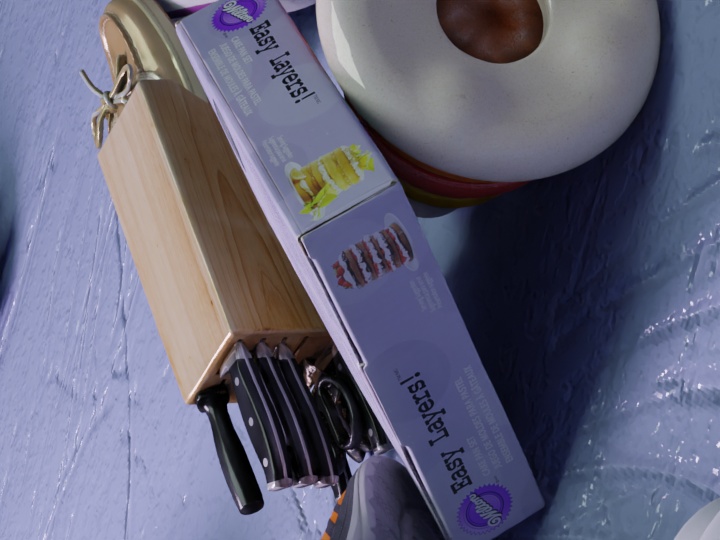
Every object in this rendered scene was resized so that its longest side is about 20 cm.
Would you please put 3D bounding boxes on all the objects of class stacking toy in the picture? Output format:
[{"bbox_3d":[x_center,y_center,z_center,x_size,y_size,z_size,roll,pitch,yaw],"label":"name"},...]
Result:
[{"bbox_3d":[0.038,-0.074,1.121,0.200,0.145,0.147,116,157,-65],"label":"stacking toy"}]

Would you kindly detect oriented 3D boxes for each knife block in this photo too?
[{"bbox_3d":[-0.064,0.022,1.230,0.064,0.199,0.176,-53,4,43],"label":"knife block"}]

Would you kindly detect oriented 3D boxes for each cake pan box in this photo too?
[{"bbox_3d":[0.000,0.000,1.086,0.201,0.052,0.185,64,179,-36],"label":"cake pan box"}]

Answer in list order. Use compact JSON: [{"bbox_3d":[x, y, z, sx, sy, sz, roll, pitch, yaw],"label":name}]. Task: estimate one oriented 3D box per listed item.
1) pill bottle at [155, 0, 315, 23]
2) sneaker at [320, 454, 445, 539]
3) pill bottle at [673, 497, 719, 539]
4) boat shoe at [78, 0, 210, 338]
[{"bbox_3d":[-0.082,-0.194,1.439,0.200,0.111,0.113,3,82,66],"label":"pill bottle"},{"bbox_3d":[-0.023,0.148,1.072,0.112,0.078,0.200,-34,4,18],"label":"sneaker"},{"bbox_3d":[0.162,0.114,0.733,0.200,0.110,0.112,11,90,67],"label":"pill bottle"},{"bbox_3d":[-0.111,-0.061,1.415,0.073,0.062,0.201,127,124,-69],"label":"boat shoe"}]
